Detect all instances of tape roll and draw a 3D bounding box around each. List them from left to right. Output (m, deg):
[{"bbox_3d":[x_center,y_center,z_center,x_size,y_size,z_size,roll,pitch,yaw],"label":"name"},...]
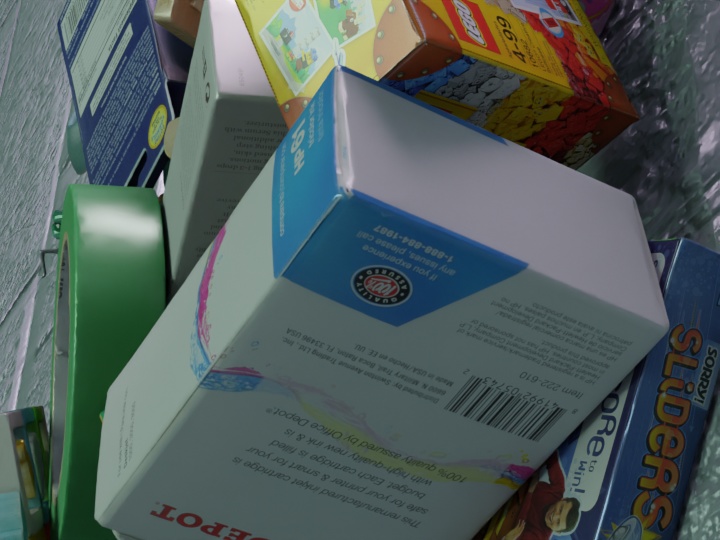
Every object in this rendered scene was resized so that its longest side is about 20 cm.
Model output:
[{"bbox_3d":[-0.140,0.054,0.987,0.200,0.048,0.201,-178,90,-78],"label":"tape roll"}]

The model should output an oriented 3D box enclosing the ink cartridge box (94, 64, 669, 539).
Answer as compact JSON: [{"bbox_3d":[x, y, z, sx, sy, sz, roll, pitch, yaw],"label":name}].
[{"bbox_3d":[0.002,0.037,0.723,0.200,0.144,0.085,-52,27,33],"label":"ink cartridge box"}]

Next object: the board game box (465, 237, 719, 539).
[{"bbox_3d":[0.079,0.088,0.739,0.135,0.034,0.200,-2,68,66],"label":"board game box"}]

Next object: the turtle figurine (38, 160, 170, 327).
[{"bbox_3d":[-0.135,-0.033,1.280,0.100,0.150,0.200,17,82,25],"label":"turtle figurine"}]

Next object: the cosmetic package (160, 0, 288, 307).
[{"bbox_3d":[-0.043,-0.040,0.919,0.200,0.101,0.071,110,158,-48],"label":"cosmetic package"}]

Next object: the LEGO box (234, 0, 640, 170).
[{"bbox_3d":[0.014,-0.135,0.786,0.077,0.149,0.200,-40,58,30],"label":"LEGO box"}]

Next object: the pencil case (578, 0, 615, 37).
[{"bbox_3d":[0.095,-0.161,0.877,0.200,0.087,0.087,-63,22,13],"label":"pencil case"}]

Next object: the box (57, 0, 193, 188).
[{"bbox_3d":[-0.138,-0.119,1.097,0.121,0.032,0.200,-55,39,42],"label":"box"}]

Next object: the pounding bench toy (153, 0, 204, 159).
[{"bbox_3d":[-0.011,-0.134,0.982,0.156,0.124,0.201,5,73,38],"label":"pounding bench toy"}]

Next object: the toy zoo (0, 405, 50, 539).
[{"bbox_3d":[-0.186,0.143,1.016,0.200,0.020,0.132,152,107,-86],"label":"toy zoo"}]

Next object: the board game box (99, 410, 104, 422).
[{"bbox_3d":[-0.022,0.049,0.860,0.096,0.200,0.030,-137,26,-67],"label":"board game box"}]

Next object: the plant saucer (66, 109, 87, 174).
[{"bbox_3d":[-0.143,-0.153,1.241,0.200,0.027,0.200,-48,15,17],"label":"plant saucer"}]
